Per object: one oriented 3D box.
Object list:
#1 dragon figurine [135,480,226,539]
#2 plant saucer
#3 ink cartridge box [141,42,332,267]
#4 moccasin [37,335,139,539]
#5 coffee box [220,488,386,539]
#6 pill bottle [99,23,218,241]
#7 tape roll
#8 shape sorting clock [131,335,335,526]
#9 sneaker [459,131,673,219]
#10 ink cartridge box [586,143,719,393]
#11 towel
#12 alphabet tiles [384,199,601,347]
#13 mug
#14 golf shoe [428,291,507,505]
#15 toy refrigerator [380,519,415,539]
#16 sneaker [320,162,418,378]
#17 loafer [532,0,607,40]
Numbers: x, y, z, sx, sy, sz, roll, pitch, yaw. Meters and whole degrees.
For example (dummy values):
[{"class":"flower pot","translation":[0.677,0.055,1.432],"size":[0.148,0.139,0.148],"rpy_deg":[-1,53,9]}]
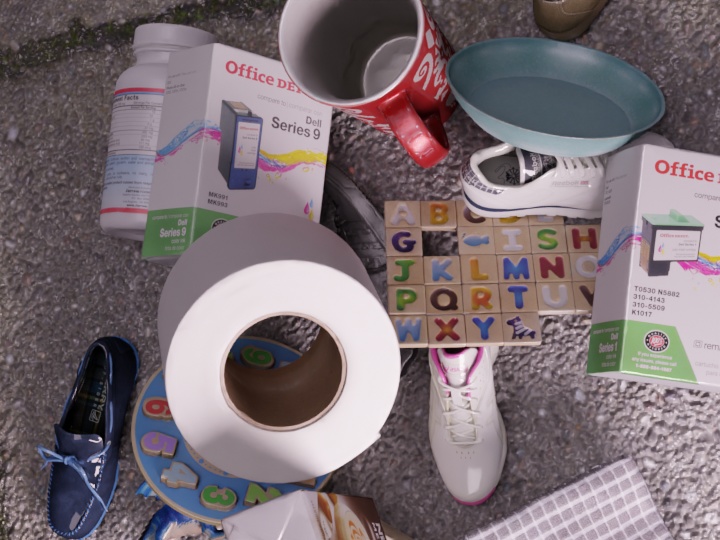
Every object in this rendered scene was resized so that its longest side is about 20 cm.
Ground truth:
[{"class":"dragon figurine","translation":[-0.174,0.221,1.730],"size":[0.199,0.059,0.100],"rpy_deg":[-23,74,8]},{"class":"plant saucer","translation":[0.172,-0.151,1.632],"size":[0.199,0.200,0.036],"rpy_deg":[20,123,19]},{"class":"ink cartridge box","translation":[-0.112,-0.097,1.697],"size":[0.087,0.145,0.201],"rpy_deg":[-5,75,51]},{"class":"moccasin","translation":[-0.274,0.159,1.765],"size":[0.080,0.068,0.201],"rpy_deg":[7,84,18]},{"class":"coffee box","translation":[-0.033,0.251,1.529],"size":[0.079,0.200,0.115],"rpy_deg":[-22,77,12]},{"class":"pill bottle","translation":[-0.189,-0.131,1.761],"size":[0.108,0.109,0.201],"rpy_deg":[4,83,17]},{"class":"tape roll","translation":[-0.074,0.065,1.577],"size":[0.201,0.139,0.204],"rpy_deg":[-3,109,-9]},{"class":"shape sorting clock","translation":[-0.113,0.145,1.686],"size":[0.199,0.039,0.201],"rpy_deg":[4,55,-5]},{"class":"sneaker","translation":[0.189,-0.091,1.642],"size":[0.199,0.081,0.077],"rpy_deg":[-10,71,-1]},{"class":"ink cartridge box","translation":[0.285,0.000,1.581],"size":[0.144,0.084,0.201],"rpy_deg":[8,83,-12]},{"class":"towel","translation":[0.188,0.265,1.558],"size":[0.199,0.086,0.166],"rpy_deg":[-25,73,-20]},{"class":"alphabet tiles","translation":[0.122,0.000,1.637],"size":[0.199,0.008,0.168],"rpy_deg":[-1,51,-1]},{"class":"mug","translation":[0.019,-0.172,1.656],"size":[0.133,0.200,0.179],"rpy_deg":[-4,81,16]},{"class":"golf shoe","translation":[0.089,0.112,1.650],"size":[0.075,0.091,0.201],"rpy_deg":[-6,82,15]},{"class":"toy refrigerator","translation":[0.038,0.282,1.648],"size":[0.199,0.076,0.070],"rpy_deg":[29,91,18]},{"class":"sneaker","translation":[0.000,0.000,1.709],"size":[0.104,0.060,0.200],"rpy_deg":[-43,76,2]},{"class":"loafer","translation":[0.226,-0.305,1.681],"size":[0.076,0.067,0.201],"rpy_deg":[30,92,19]}]
